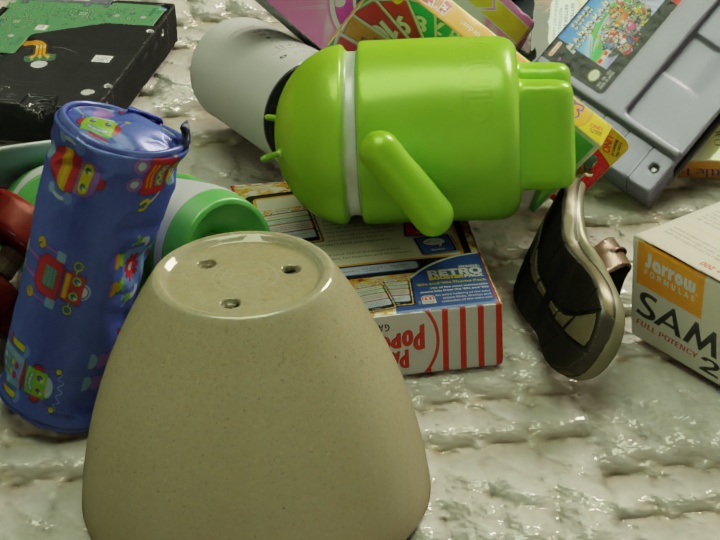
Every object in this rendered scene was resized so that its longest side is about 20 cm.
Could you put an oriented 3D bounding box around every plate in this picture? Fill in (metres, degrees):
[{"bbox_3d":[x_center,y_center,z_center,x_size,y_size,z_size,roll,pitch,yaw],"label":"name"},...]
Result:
[{"bbox_3d":[-0.277,-0.058,1.750,0.198,0.026,0.200,-11,-1,0],"label":"plate"}]

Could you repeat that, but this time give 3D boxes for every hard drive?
[{"bbox_3d":[-0.232,-0.153,1.975,0.138,0.038,0.200,5,30,12],"label":"hard drive"}]

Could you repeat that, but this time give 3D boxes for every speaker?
[{"bbox_3d":[-0.145,-0.020,1.639,0.088,0.089,0.199,-25,23,-36],"label":"speaker"},{"bbox_3d":[-0.058,-0.125,1.823,0.081,0.082,0.200,-11,17,-16],"label":"speaker"}]

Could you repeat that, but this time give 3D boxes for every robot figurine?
[{"bbox_3d":[0.036,-0.089,1.652,0.198,0.117,0.176,-2,21,2],"label":"robot figurine"}]

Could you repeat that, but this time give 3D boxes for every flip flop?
[{"bbox_3d":[0.141,0.010,1.619,0.057,0.082,0.200,19,21,-16],"label":"flip flop"}]

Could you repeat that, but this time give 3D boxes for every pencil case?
[{"bbox_3d":[-0.157,-0.006,1.533,0.078,0.201,0.087,24,26,18],"label":"pencil case"}]

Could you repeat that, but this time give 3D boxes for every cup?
[{"bbox_3d":[-0.061,0.064,1.449,0.198,0.144,0.201,-1,29,1],"label":"cup"}]

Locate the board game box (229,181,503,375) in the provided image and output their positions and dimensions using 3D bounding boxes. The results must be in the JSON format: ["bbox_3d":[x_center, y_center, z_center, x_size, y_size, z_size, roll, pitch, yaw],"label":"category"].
[{"bbox_3d":[0.000,0.000,1.665,0.150,0.047,0.200,-6,28,-5],"label":"board game box"}]

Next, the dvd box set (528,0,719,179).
[{"bbox_3d":[0.217,-0.135,1.837,0.198,0.029,0.147,3,66,9],"label":"dvd box set"}]

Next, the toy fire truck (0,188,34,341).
[{"bbox_3d":[-0.283,-0.025,1.594,0.167,0.200,0.112,24,74,46],"label":"toy fire truck"}]

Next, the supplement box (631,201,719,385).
[{"bbox_3d":[0.281,0.002,1.611,0.199,0.074,0.126,-20,33,-30],"label":"supplement box"}]

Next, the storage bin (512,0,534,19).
[{"bbox_3d":[0.104,-0.256,1.987,0.199,0.146,0.134,-28,1,33],"label":"storage bin"}]

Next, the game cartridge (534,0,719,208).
[{"bbox_3d":[0.211,-0.154,1.811,0.129,0.038,0.200,36,75,17],"label":"game cartridge"}]

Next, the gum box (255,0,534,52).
[{"bbox_3d":[0.017,-0.188,1.832,0.114,0.200,0.066,-50,13,-1],"label":"gum box"}]

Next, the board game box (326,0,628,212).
[{"bbox_3d":[0.078,-0.117,1.735,0.199,0.096,0.030,36,53,-6],"label":"board game box"}]
